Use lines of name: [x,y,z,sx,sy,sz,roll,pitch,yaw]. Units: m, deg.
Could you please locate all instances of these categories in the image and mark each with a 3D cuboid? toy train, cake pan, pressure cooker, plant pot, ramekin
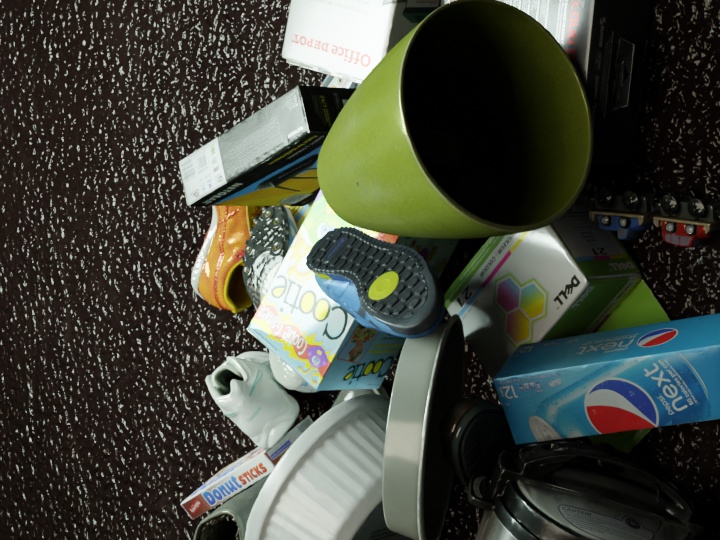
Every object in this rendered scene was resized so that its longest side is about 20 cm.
toy train: [0.264,-0.041,1.380,0.200,0.034,0.046,11,113,47]
cake pan: [0.054,0.134,1.440,0.037,0.200,0.201,6,100,12]
pressure cooker: [0.175,0.233,1.395,0.179,0.176,0.200,38,120,42]
plant pot: [0.055,-0.099,1.399,0.200,0.187,0.188,-22,77,55]
ramekin: [-0.004,0.222,1.591,0.094,0.202,0.203,34,118,28]

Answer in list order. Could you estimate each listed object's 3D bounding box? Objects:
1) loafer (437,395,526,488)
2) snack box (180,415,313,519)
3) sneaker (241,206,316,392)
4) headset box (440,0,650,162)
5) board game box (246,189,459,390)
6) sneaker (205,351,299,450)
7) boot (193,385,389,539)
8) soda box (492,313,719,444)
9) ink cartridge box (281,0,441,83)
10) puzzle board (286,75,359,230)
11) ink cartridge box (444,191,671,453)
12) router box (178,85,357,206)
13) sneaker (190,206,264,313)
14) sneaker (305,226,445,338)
loafer: [0.100,0.148,1.459,0.063,0.200,0.072,30,85,30]
snack box: [-0.116,0.206,1.779,0.024,0.072,0.200,52,142,-1]
sneaker: [-0.068,0.029,1.733,0.072,0.072,0.200,-26,67,36]
headset box: [0.157,-0.173,1.456,0.200,0.077,0.149,16,105,48]
board game box: [0.000,0.000,1.589,0.103,0.105,0.200,38,109,30]
sneaker: [-0.116,0.113,1.740,0.070,0.080,0.200,-51,17,3]
boot: [-0.067,0.198,1.643,0.073,0.200,0.182,36,122,29]
soda box: [0.212,0.087,1.369,0.200,0.068,0.064,-12,107,32]
ink cartridge box: [0.015,-0.278,1.594,0.146,0.084,0.200,23,108,44]
puzzle board: [-0.022,-0.110,1.709,0.200,0.017,0.151,-51,57,37]
ink cartridge box: [0.177,0.053,1.452,0.148,0.076,0.200,-54,54,36]
router box: [-0.055,-0.115,1.621,0.200,0.149,0.051,-26,73,47]
sneaker: [-0.122,-0.052,1.800,0.077,0.073,0.200,23,118,28]
sneaker: [0.027,0.022,1.430,0.066,0.078,0.200,-45,29,-9]
